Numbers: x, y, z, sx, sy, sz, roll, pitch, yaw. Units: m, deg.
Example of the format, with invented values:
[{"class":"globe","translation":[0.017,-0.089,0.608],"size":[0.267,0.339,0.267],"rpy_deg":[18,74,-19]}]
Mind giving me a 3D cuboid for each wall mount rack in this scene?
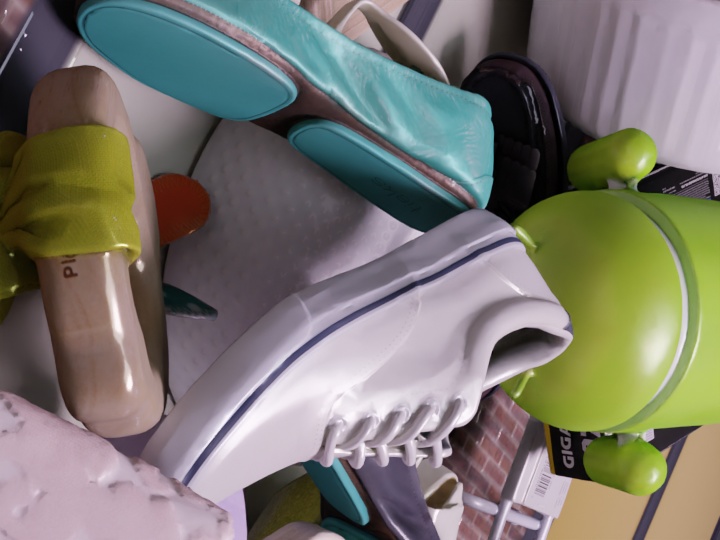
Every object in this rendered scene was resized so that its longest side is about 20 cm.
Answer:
[{"class":"wall mount rack","translation":[0.105,0.093,1.043],"size":[0.174,0.074,0.201],"rpy_deg":[30,80,-57]}]

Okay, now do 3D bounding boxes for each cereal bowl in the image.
[{"class":"cereal bowl","translation":[0.000,0.000,0.791],"size":[0.200,0.083,0.201],"rpy_deg":[-39,139,-45]}]

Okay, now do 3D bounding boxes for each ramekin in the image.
[{"class":"ramekin","translation":[0.184,-0.132,0.924],"size":[0.200,0.200,0.098],"rpy_deg":[-31,140,-50]}]

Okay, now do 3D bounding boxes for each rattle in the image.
[{"class":"rattle","translation":[-0.128,0.000,0.614],"size":[0.200,0.142,0.131],"rpy_deg":[-113,178,-78]}]

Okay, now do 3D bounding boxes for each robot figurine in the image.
[{"class":"robot figurine","translation":[0.140,0.020,0.842],"size":[0.199,0.115,0.177],"rpy_deg":[1,87,-45]}]

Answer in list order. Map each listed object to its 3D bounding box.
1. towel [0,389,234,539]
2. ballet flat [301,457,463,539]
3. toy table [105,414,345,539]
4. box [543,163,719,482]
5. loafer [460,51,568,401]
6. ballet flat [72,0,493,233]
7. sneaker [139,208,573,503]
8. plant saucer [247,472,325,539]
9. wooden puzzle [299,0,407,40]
[{"class":"towel","translation":[-0.164,0.109,0.489],"size":[0.192,0.199,0.032],"rpy_deg":[-63,-168,-11]},{"class":"ballet flat","translation":[0.013,0.097,0.750],"size":[0.073,0.073,0.201],"rpy_deg":[-51,141,-32]},{"class":"toy table","translation":[-0.078,0.171,0.676],"size":[0.117,0.184,0.201],"rpy_deg":[34,88,-44]},{"class":"box","translation":[0.175,0.012,0.995],"size":[0.199,0.049,0.161],"rpy_deg":[-24,112,-43]},{"class":"loafer","translation":[0.061,-0.012,0.899],"size":[0.063,0.072,0.201],"rpy_deg":[-33,136,-55]},{"class":"ballet flat","translation":[-0.024,-0.084,0.677],"size":[0.199,0.067,0.071],"rpy_deg":[28,63,-31]},{"class":"sneaker","translation":[0.007,0.041,0.632],"size":[0.200,0.071,0.073],"rpy_deg":[-32,157,-35]},{"class":"plant saucer","translation":[-0.037,0.202,0.861],"size":[0.200,0.048,0.200],"rpy_deg":[-56,148,-14]},{"class":"wooden puzzle","translation":[0.012,-0.206,0.747],"size":[0.200,0.037,0.186],"rpy_deg":[-46,142,-45]}]
